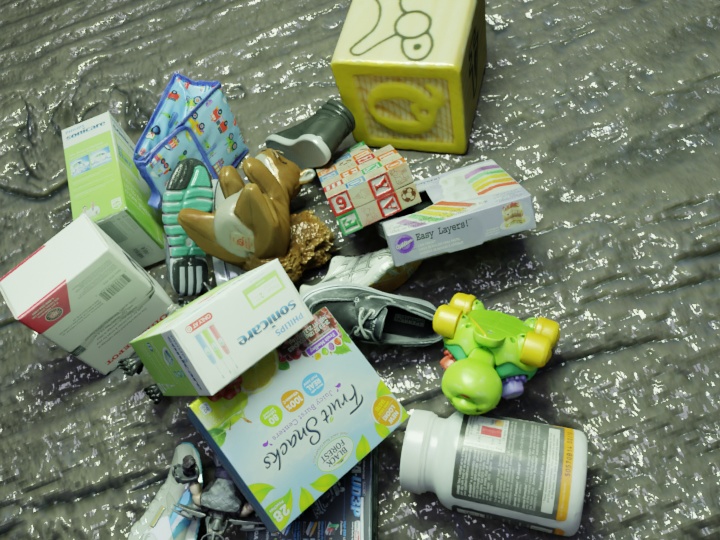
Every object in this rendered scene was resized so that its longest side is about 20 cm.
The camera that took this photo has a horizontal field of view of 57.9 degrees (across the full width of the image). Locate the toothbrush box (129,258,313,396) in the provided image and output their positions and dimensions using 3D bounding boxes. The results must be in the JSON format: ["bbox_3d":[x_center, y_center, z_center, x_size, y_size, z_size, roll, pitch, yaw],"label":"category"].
[{"bbox_3d":[-0.170,0.073,0.771,0.145,0.200,0.087,-36,101,-31],"label":"toothbrush box"}]

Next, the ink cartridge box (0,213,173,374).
[{"bbox_3d":[-0.373,0.040,0.917,0.145,0.200,0.084,-40,59,-9],"label":"ink cartridge box"}]

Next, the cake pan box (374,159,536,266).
[{"bbox_3d":[0.117,-0.083,0.895,0.198,0.053,0.184,-15,22,3],"label":"cake pan box"}]

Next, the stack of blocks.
[{"bbox_3d":[0.004,-0.129,0.934,0.114,0.059,0.200,-25,24,0],"label":"stack of blocks"}]

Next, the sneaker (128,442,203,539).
[{"bbox_3d":[-0.242,0.313,0.805,0.080,0.077,0.202,11,62,-15],"label":"sneaker"}]

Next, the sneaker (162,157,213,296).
[{"bbox_3d":[-0.269,-0.066,0.971,0.087,0.074,0.202,10,96,57],"label":"sneaker"}]

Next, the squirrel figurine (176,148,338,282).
[{"bbox_3d":[-0.128,-0.078,0.953,0.141,0.201,0.187,-23,24,31],"label":"squirrel figurine"}]

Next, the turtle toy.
[{"bbox_3d":[0.153,0.104,0.788,0.145,0.200,0.102,17,107,20],"label":"turtle toy"}]

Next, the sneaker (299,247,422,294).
[{"bbox_3d":[0.000,0.000,0.921,0.199,0.076,0.088,-35,61,-7],"label":"sneaker"}]

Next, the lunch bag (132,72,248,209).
[{"bbox_3d":[-0.280,-0.180,1.023,0.093,0.151,0.201,15,61,19],"label":"lunch bag"}]

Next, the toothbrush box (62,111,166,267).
[{"bbox_3d":[-0.383,-0.119,1.023,0.086,0.146,0.201,-23,60,0],"label":"toothbrush box"}]

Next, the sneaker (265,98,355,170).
[{"bbox_3d":[-0.075,-0.212,1.020,0.099,0.071,0.199,-48,27,-18],"label":"sneaker"}]

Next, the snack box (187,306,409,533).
[{"bbox_3d":[-0.071,0.169,0.757,0.199,0.068,0.169,-34,82,-26],"label":"snack box"}]

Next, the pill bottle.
[{"bbox_3d":[0.152,0.224,0.747,0.198,0.117,0.117,8,65,16],"label":"pill bottle"}]

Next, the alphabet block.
[{"bbox_3d":[0.084,-0.322,0.999,0.194,0.197,0.201,8,65,19],"label":"alphabet block"}]

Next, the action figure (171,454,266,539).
[{"bbox_3d":[-0.156,0.230,0.784,0.129,0.069,0.202,15,68,-9],"label":"action figure"}]

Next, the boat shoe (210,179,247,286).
[{"bbox_3d":[-0.195,-0.055,0.999,0.065,0.072,0.201,-14,62,1],"label":"boat shoe"}]

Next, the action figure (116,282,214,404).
[{"bbox_3d":[-0.228,0.098,0.904,0.200,0.102,0.119,-39,95,-5],"label":"action figure"}]

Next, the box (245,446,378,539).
[{"bbox_3d":[-0.057,0.263,0.816,0.157,0.046,0.202,-5,62,11],"label":"box"}]

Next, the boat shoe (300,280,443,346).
[{"bbox_3d":[0.015,0.064,0.848,0.198,0.068,0.072,12,102,-10],"label":"boat shoe"}]
